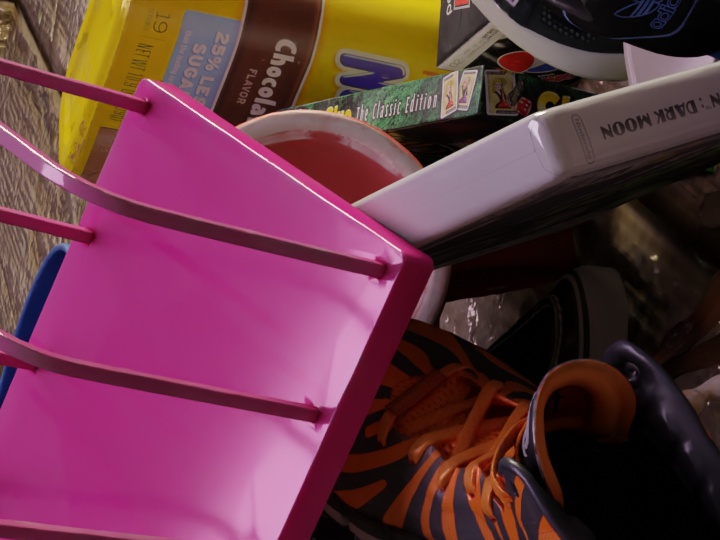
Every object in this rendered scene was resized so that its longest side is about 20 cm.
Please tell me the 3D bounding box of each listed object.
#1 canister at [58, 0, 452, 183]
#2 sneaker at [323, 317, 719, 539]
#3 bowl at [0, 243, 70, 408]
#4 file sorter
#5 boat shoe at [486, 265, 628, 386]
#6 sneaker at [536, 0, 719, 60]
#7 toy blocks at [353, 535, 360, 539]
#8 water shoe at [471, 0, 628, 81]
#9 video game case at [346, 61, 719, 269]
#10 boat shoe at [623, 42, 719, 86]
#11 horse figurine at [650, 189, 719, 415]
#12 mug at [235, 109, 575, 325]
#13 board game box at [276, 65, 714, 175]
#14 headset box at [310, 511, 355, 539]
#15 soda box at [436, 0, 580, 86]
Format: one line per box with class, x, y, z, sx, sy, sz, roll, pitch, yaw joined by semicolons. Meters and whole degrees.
canister;-0.028;-0.087;1.061;0.149;0.200;0.087;117;156;-44
sneaker;0.045;0.047;0.651;0.200;0.078;0.112;33;155;28
bowl;-0.114;0.091;0.845;0.201;0.039;0.201;-167;90;-75
file sorter;-0.102;0.048;0.662;0.139;0.125;0.200;35;106;44
boat shoe;0.053;0.077;0.949;0.071;0.064;0.200;-101;27;-49
sneaker;0.064;-0.136;0.757;0.200;0.078;0.070;50;122;46
toy blocks;0.064;0.121;0.712;0.100;0.200;0.137;67;-147;-63
water shoe;0.062;-0.164;0.906;0.200;0.071;0.079;55;153;16
video game case;0.063;-0.028;0.730;0.200;0.182;0.023;-25;84;52
boat shoe;0.137;-0.144;0.837;0.067;0.057;0.200;-11;74;53
horse figurine;0.135;0.013;0.686;0.050;0.133;0.200;59;167;-12
mug;-0.009;-0.007;0.928;0.178;0.133;0.200;-40;-5;-7
board game box;0.048;-0.054;0.930;0.200;0.105;0.023;-2;80;65
headset box;0.004;0.134;0.849;0.174;0.200;0.093;137;139;-64
soda box;0.079;-0.185;1.004;0.071;0.063;0.200;144;132;-66
